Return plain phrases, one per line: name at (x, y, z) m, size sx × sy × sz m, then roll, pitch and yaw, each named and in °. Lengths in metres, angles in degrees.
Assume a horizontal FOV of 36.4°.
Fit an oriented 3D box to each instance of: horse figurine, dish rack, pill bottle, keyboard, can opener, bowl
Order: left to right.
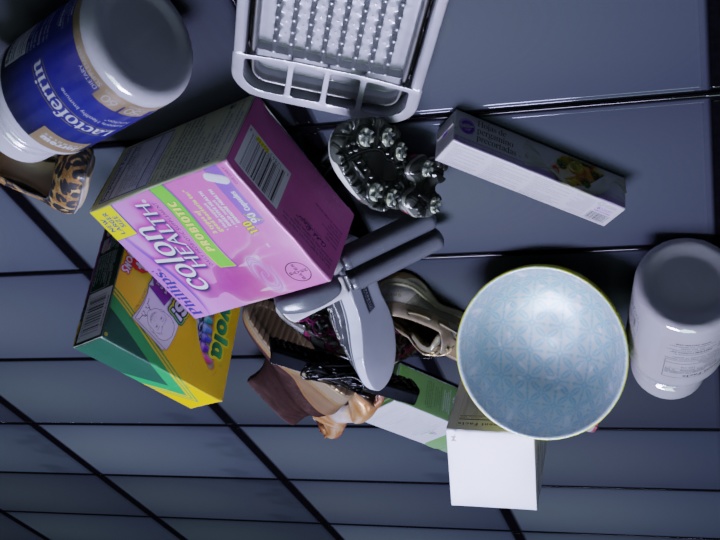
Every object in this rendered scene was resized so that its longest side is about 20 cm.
pill bottle at (-0.252, -0.172, 0.979) m, size 0.198 × 0.117 × 0.115 m, roll -19°, pitch 141°, yaw 39°
dish rack at (-0.019, -0.211, 0.922) m, size 0.169 × 0.044 × 0.201 m, roll 12°, pitch 150°, yaw -3°
horse figurine at (-0.027, 0.174, 1.538) m, size 0.199 × 0.050 × 0.133 m, roll -24°, pitch 104°, yaw 42°
keyboard at (-0.014, 0.115, 1.343) m, size 0.197 × 0.040 × 0.104 m, roll 17°, pitch -165°, yaw -12°
can opener at (0.000, 0.000, 1.170) m, size 0.198 × 0.067 × 0.053 m, roll -28°, pitch 120°, yaw -8°
bowl at (0.218, 0.083, 1.277) m, size 0.197 × 0.204 × 0.108 m, roll -3°, pitch -169°, yaw 19°
pill bottle at (0.354, 0.062, 1.220) m, size 0.112 × 0.116 × 0.201 m, roll 3°, pitch 150°, yaw 10°

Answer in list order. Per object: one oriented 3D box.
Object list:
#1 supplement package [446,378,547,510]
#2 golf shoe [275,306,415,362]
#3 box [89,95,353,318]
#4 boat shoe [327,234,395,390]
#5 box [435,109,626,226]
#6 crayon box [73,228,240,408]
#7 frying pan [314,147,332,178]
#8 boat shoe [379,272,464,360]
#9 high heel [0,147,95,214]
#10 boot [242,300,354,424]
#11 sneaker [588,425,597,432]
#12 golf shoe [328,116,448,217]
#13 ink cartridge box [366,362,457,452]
supplement package at (0.178, 0.199, 1.392) m, size 0.112 × 0.200 × 0.111 m, roll 0°, pitch 113°, yaw 15°
golf shoe at (-0.029, 0.079, 1.395) m, size 0.198 × 0.074 × 0.092 m, roll 24°, pitch 148°, yaw -26°
box at (-0.141, -0.059, 1.128) m, size 0.198 × 0.098 × 0.176 m, roll -14°, pitch 131°, yaw 35°
boat shoe at (-0.008, 0.046, 1.265) m, size 0.056 × 0.069 × 0.203 m, roll 8°, pitch 125°, yaw 38°
box at (0.168, -0.098, 1.069) m, size 0.197 × 0.039 × 0.041 m, roll 19°, pitch 148°, yaw -17°
crayon box at (-0.214, 0.026, 1.223) m, size 0.058 × 0.203 × 0.172 m, roll -18°, pitch 141°, yaw 39°
frying pan at (-0.051, -0.076, 1.184) m, size 0.188 × 0.031 × 0.114 m, roll -16°, pitch 143°, yaw 41°
boat shoe at (0.087, 0.076, 1.364) m, size 0.071 × 0.066 × 0.200 m, roll -13°, pitch 144°, yaw 33°
high heel at (-0.345, -0.110, 1.101) m, size 0.141 × 0.073 × 0.199 m, roll 18°, pitch 178°, yaw -24°
boot at (-0.116, 0.132, 1.479) m, size 0.200 × 0.073 × 0.166 m, roll 44°, pitch 142°, yaw -15°
sneaker at (0.282, 0.135, 1.414) m, size 0.074 × 0.081 × 0.201 m, roll 11°, pitch 146°, yaw 25°
golf shoe at (0.008, -0.094, 1.043) m, size 0.087 × 0.079 × 0.199 m, roll 13°, pitch 175°, yaw 28°
ink cartridge box at (0.104, 0.207, 1.592) m, size 0.198 × 0.060 × 0.104 m, roll 24°, pitch 148°, yaw -24°
